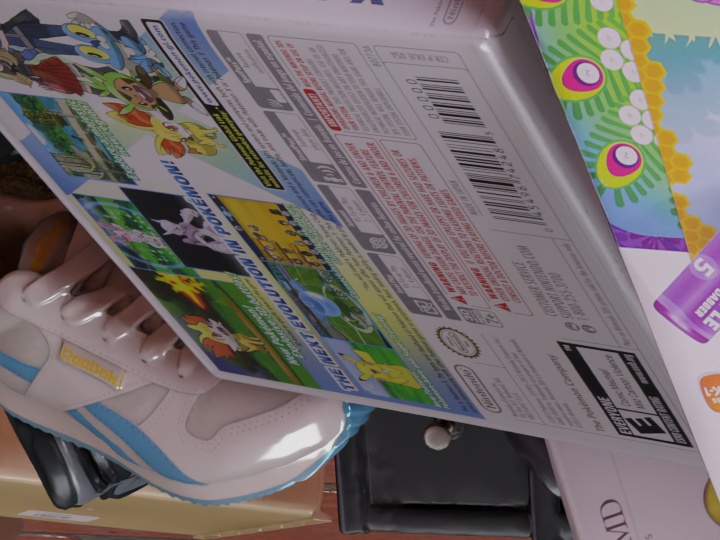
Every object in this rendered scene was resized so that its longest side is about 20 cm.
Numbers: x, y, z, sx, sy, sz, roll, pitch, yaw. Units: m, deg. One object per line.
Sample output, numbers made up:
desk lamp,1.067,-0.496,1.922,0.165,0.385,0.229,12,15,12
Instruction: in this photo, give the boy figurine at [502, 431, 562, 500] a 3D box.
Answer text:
boy figurine,0.136,0.008,0.923,0.200,0.065,0.124,-34,180,41

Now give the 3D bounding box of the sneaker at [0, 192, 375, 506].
sneaker,-0.076,0.020,0.878,0.199,0.077,0.081,10,144,40

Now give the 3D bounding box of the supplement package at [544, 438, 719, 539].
supplement package,0.168,0.071,0.839,0.199,0.114,0.110,-19,158,3

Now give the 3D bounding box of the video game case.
video game case,-0.006,-0.016,0.679,0.181,0.022,0.200,9,153,32

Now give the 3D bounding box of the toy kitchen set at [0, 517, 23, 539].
toy kitchen set,-0.350,0.186,1.782,0.179,0.201,0.163,-3,-151,20

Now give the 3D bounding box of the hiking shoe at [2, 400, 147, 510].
hiking shoe,-0.082,0.048,1.039,0.086,0.075,0.200,-25,-174,4

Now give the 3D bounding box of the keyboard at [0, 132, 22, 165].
keyboard,-0.100,-0.072,0.782,0.103,0.040,0.200,-18,173,-17

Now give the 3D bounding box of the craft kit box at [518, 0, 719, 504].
craft kit box,0.134,-0.041,0.508,0.199,0.049,0.198,-5,125,35

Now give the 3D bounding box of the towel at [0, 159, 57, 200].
towel,-0.132,-0.017,1.018,0.199,0.037,0.148,10,168,-29

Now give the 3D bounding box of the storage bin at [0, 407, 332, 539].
storage bin,-0.138,0.082,1.362,0.199,0.095,0.198,9,168,-26

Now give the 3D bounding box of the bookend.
bookend,0.076,0.100,1.084,0.198,0.200,0.092,1,-163,14
